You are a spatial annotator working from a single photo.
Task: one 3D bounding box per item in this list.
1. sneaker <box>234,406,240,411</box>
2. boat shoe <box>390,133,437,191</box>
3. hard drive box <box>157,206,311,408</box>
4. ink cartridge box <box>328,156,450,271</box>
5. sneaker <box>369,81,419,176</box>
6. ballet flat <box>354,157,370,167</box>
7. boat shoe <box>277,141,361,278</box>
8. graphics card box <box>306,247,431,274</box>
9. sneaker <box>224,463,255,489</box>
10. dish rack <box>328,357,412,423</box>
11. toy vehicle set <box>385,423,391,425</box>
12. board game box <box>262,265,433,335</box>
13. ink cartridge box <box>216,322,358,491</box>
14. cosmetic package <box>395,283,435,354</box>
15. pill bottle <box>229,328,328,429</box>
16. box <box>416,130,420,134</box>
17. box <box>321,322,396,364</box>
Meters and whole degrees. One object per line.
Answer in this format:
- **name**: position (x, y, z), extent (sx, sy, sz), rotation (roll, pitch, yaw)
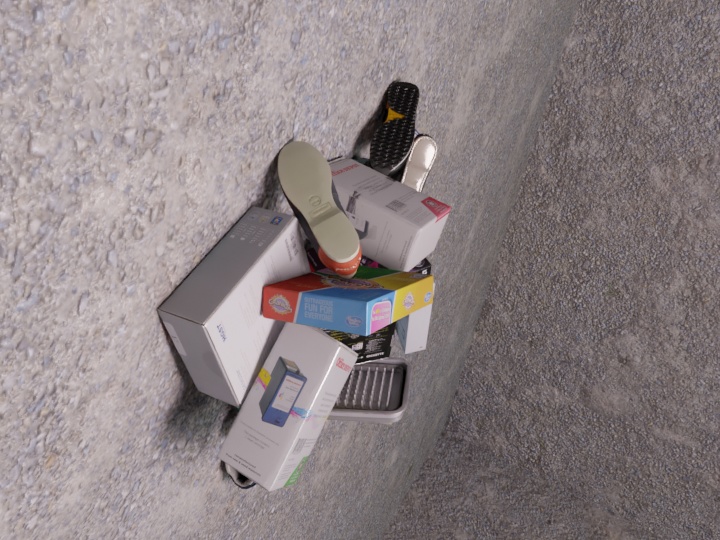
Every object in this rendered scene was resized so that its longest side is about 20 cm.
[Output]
- **sneaker**: position (-0.156, 0.108, 1.040), extent (0.071, 0.079, 0.204), rotation (24, 69, -35)
- **boat shoe**: position (0.076, -0.145, 1.240), extent (0.203, 0.066, 0.057), rotation (-64, -167, 11)
- **hard drive box**: position (-0.147, 0.044, 0.909), extent (0.201, 0.075, 0.158), rotation (-54, 146, -37)
- **ink cartridge box**: position (0.019, -0.089, 1.080), extent (0.145, 0.198, 0.086), rotation (-33, 149, -59)
- **sneaker**: position (0.061, -0.225, 1.209), extent (0.091, 0.068, 0.203), rotation (90, 13, -59)
- **ballet flat**: position (-0.006, -0.091, 1.217), extent (0.074, 0.073, 0.204), rotation (-35, 142, -59)
- **boat shoe**: position (-0.054, -0.082, 0.930), extent (0.070, 0.202, 0.063), rotation (-25, 156, -7)
- **graphics card box**: position (0.000, 0.000, 1.119), extent (0.197, 0.126, 0.052), rotation (-19, 139, -21)
- **sneaker**: position (-0.159, 0.277, 1.208), extent (0.206, 0.076, 0.146), rotation (-68, 162, -3)
- **dish rack**: position (-0.011, 0.210, 1.225), extent (0.172, 0.195, 0.044), rotation (-72, 161, -64)
- **toy vehicle set**: position (-0.016, 0.210, 1.339), extent (0.027, 0.196, 0.126), rotation (-72, 180, -63)
- **board game box**: position (-0.010, 0.033, 0.919), extent (0.199, 0.150, 0.041), rotation (-18, 112, -60)
- **ink cartridge box**: position (-0.090, 0.177, 0.941), extent (0.203, 0.086, 0.145), rotation (-61, 166, -7)
- **cosmetic package**: position (0.091, 0.040, 1.373), extent (0.051, 0.152, 0.202), rotation (-12, 139, -12)
- **pill bottle**: position (-0.123, 0.186, 1.110), extent (0.202, 0.110, 0.111), rotation (-57, 164, 11)
- **box**: position (0.068, -0.179, 1.388), extent (0.204, 0.032, 0.121), rotation (-70, 162, 3)
- **box**: position (-0.033, 0.096, 1.212), extent (0.196, 0.050, 0.162), rotation (-9, 129, -20)
